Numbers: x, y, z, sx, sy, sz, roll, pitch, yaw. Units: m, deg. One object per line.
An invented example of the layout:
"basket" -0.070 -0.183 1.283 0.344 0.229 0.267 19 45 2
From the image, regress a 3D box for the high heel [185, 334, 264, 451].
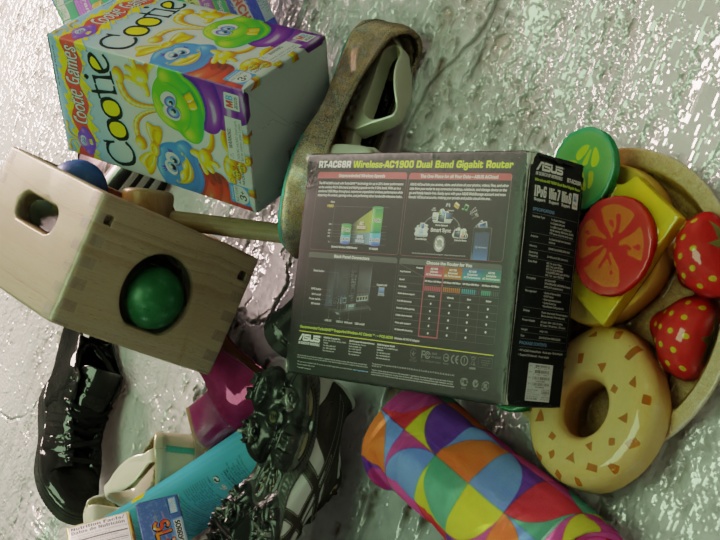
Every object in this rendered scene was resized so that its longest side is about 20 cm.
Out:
"high heel" -0.123 0.044 1.144 0.096 0.067 0.202 -37 53 31

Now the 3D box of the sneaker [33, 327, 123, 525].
"sneaker" -0.263 0.129 1.283 0.104 0.059 0.201 -51 38 31

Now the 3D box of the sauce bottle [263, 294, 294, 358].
"sauce bottle" 0.000 0.000 1.014 0.200 0.065 0.067 -45 51 34

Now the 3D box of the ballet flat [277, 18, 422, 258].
"ballet flat" -0.003 -0.101 1.013 0.067 0.068 0.202 6 70 36

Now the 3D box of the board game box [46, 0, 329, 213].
"board game box" -0.131 -0.137 1.059 0.198 0.105 0.104 18 130 30

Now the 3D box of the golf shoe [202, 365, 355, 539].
"golf shoe" -0.054 0.172 1.013 0.077 0.094 0.202 25 100 42

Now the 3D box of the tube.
"tube" -0.133 0.186 1.125 0.199 0.077 0.051 -36 30 34

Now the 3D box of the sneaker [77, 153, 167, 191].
"sneaker" -0.265 -0.073 1.337 0.200 0.075 0.116 -42 47 22

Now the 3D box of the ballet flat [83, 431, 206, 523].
"ballet flat" -0.207 0.206 1.203 0.200 0.069 0.070 -47 50 32

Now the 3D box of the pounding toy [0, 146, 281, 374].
"pounding toy" -0.166 -0.017 1.063 0.199 0.183 0.144 24 90 47

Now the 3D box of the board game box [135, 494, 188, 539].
"board game box" -0.129 0.287 1.020 0.136 0.034 0.202 -114 16 -48

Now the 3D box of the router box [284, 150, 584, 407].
"router box" 0.043 0.002 0.878 0.198 0.062 0.152 5 88 45

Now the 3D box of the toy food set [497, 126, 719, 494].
"toy food set" 0.148 0.020 0.852 0.201 0.048 0.198 -59 44 22

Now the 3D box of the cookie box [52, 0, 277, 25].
"cookie box" -0.167 -0.212 1.181 0.199 0.075 0.173 -7 113 48

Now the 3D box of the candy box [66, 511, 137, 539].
"candy box" -0.170 0.279 0.986 0.200 0.055 0.117 -128 28 -64

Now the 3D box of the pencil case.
"pencil case" 0.083 0.152 0.872 0.200 0.088 0.089 40 111 46
